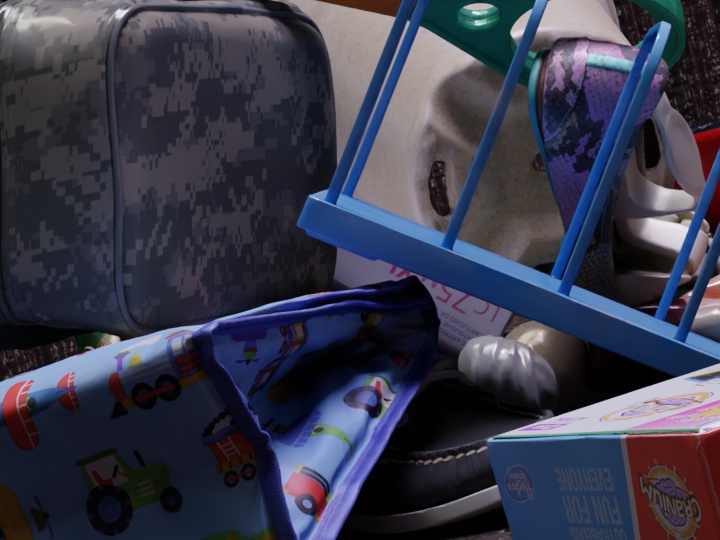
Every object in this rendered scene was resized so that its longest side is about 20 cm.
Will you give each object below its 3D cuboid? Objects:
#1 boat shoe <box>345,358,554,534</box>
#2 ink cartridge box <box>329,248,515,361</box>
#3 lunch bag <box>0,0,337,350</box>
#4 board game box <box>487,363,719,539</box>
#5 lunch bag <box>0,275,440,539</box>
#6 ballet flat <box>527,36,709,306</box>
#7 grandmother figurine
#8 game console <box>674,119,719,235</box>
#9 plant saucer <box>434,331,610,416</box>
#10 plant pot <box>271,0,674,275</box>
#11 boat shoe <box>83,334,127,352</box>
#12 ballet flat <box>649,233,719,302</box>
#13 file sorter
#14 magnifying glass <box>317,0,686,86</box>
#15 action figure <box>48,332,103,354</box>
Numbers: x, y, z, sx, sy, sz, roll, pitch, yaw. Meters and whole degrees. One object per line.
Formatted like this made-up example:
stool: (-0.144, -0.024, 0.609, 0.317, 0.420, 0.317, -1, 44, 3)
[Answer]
boat shoe: (0.019, 0.063, 1.102, 0.074, 0.061, 0.200, -15, 2, -22)
ink cartridge box: (0.000, 0.000, 1.357, 0.042, 0.119, 0.200, -60, 6, -2)
lunch bag: (-0.119, -0.042, 1.175, 0.167, 0.140, 0.200, 3, 6, 26)
board game box: (0.159, 0.042, 0.889, 0.199, 0.040, 0.153, -16, 2, -20)
lunch bag: (-0.062, 0.058, 1.044, 0.150, 0.094, 0.200, -19, 7, 24)
ballet flat: (0.115, -0.030, 1.252, 0.071, 0.069, 0.200, 9, -31, 14)
grandmother figurine: (0.138, 0.028, 1.236, 0.199, 0.061, 0.121, -14, -19, -10)
game console: (0.276, -0.045, 1.421, 0.119, 0.172, 0.200, -47, 15, -23)
plant saucer: (0.047, 0.060, 1.365, 0.199, 0.036, 0.200, -16, 2, 0)
plant pot: (0.064, -0.076, 1.414, 0.200, 0.201, 0.184, -16, 21, -11)
boat shoe: (-0.098, 0.057, 1.374, 0.200, 0.074, 0.076, -36, 5, 25)
ballet flat: (0.151, -0.008, 1.476, 0.069, 0.070, 0.200, -15, -10, 13)
file sorter: (0.093, -0.037, 1.107, 0.199, 0.123, 0.139, 21, 3, 1)
magnifying glass: (0.042, -0.112, 1.198, 0.199, 0.022, 0.080, 9, -31, -18)
action figure: (-0.138, 0.021, 1.514, 0.054, 0.201, 0.118, -16, 1, -18)
